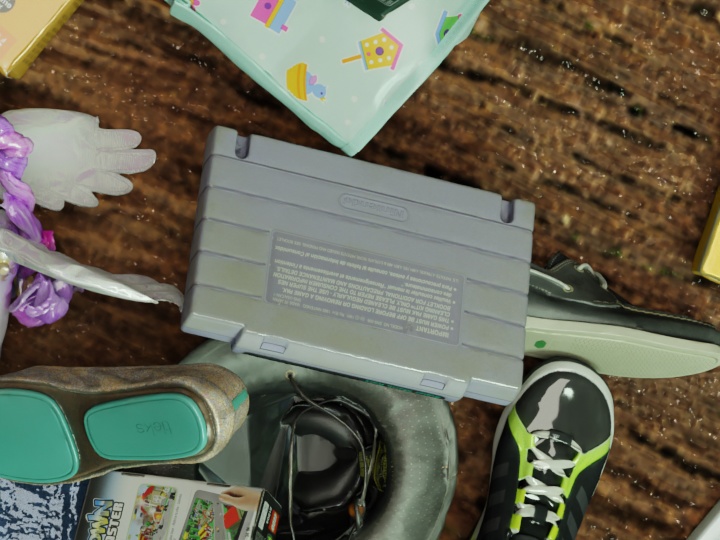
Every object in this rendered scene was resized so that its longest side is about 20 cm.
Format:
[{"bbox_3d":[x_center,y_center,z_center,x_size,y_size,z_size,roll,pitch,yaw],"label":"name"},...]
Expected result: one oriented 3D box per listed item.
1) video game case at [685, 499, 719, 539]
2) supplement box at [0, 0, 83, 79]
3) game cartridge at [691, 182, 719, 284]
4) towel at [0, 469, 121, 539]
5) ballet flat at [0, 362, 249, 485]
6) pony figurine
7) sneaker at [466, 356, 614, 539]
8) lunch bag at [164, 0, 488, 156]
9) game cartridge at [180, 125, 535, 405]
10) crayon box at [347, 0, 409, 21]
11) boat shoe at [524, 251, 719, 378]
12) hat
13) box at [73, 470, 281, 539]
[{"bbox_3d":[0.326,0.174,1.684,0.200,0.023,0.182,41,90,-8],"label":"video game case"},{"bbox_3d":[-0.164,-0.206,1.579,0.066,0.069,0.200,40,92,-5],"label":"supplement box"},{"bbox_3d":[0.315,-0.064,1.658,0.175,0.032,0.201,20,88,-7],"label":"game cartridge"},{"bbox_3d":[-0.184,0.189,1.612,0.111,0.049,0.201,4,94,-7],"label":"towel"},{"bbox_3d":[-0.147,0.083,1.532,0.199,0.067,0.069,0,110,31],"label":"ballet flat"},{"bbox_3d":[-0.212,-0.017,1.547,0.192,0.167,0.200,17,121,-34],"label":"pony figurine"},{"bbox_3d":[0.107,0.153,1.618,0.071,0.083,0.201,15,102,-11],"label":"sneaker"},{"bbox_3d":[-0.006,-0.188,1.571,0.170,0.122,0.200,41,84,-9],"label":"lunch bag"},{"bbox_3d":[0.000,0.000,1.549,0.199,0.038,0.130,14,66,-13],"label":"game cartridge"},{"bbox_3d":[0.054,-0.241,1.458,0.051,0.127,0.201,32,77,-10],"label":"crayon box"},{"bbox_3d":[0.129,0.021,1.630,0.199,0.072,0.068,12,68,-12],"label":"boat shoe"},{"bbox_3d":[-0.045,0.113,1.613,0.199,0.081,0.202,-2,99,-10],"label":"hat"},{"bbox_3d":[-0.119,0.213,1.500,0.109,0.035,0.201,5,68,21],"label":"box"}]
